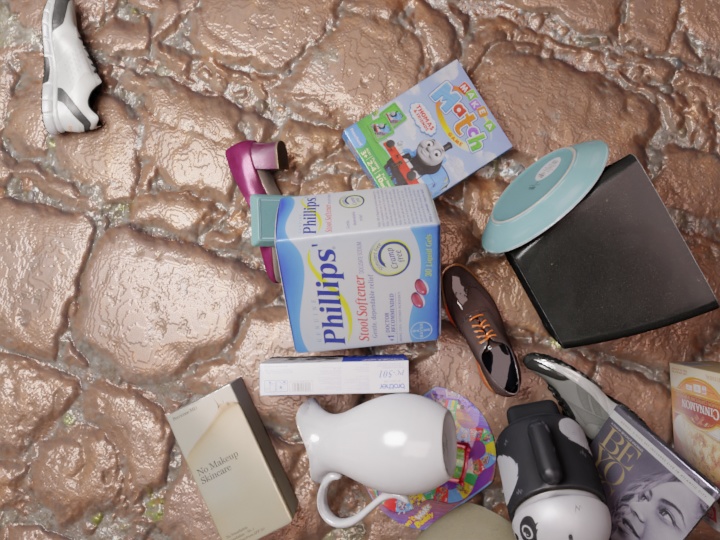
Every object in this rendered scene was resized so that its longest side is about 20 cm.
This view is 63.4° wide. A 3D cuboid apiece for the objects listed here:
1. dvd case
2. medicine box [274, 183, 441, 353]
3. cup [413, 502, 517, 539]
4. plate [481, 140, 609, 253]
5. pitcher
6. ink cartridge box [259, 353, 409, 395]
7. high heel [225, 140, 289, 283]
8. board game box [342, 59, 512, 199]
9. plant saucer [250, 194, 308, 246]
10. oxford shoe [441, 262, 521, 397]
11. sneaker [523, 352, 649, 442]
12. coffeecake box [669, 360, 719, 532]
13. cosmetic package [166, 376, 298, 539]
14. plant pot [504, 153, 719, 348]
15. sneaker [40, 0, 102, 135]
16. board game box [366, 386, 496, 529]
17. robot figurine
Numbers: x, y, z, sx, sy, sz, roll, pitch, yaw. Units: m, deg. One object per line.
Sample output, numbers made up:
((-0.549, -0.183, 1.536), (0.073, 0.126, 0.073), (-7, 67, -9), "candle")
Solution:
((0.337, 0.300, 0.747), (0.016, 0.149, 0.203), (7, 117, -37), "dvd case")
((0.000, 0.000, 0.760), (0.196, 0.104, 0.185), (-6, 126, -1), "medicine box")
((0.147, 0.395, 0.757), (0.199, 0.201, 0.144), (36, 63, 2), "cup")
((0.229, -0.104, 0.759), (0.026, 0.200, 0.200), (43, 88, -12), "plate")
((0.024, 0.250, 0.759), (0.196, 0.121, 0.175), (-7, 92, 22), "pitcher")
((-0.034, 0.142, 0.802), (0.196, 0.094, 0.045), (-1, 87, 1), "ink cartridge box")
((-0.147, -0.084, 0.840), (0.094, 0.067, 0.204), (-1, 89, 24), "high heel")
((0.096, -0.185, 0.838), (0.198, 0.037, 0.153), (-33, 88, -7), "board game box")
((-0.054, -0.070, 0.812), (0.196, 0.019, 0.071), (-1, 87, -22), "plant saucer")
((0.173, 0.080, 0.814), (0.070, 0.073, 0.202), (-28, 87, 0), "oxford shoe")
((0.305, 0.188, 0.811), (0.199, 0.074, 0.080), (39, 93, 2), "sneaker")
((0.483, 0.230, 0.766), (0.071, 0.154, 0.204), (-2, 87, 1), "coffeecake box")
((-0.174, 0.264, 0.807), (0.102, 0.073, 0.203), (-27, 89, -1), "cosmetic package")
((0.302, -0.006, 0.768), (0.176, 0.199, 0.202), (-31, 88, 10), "plant pot")
((-0.413, -0.296, 0.842), (0.078, 0.074, 0.204), (-1, 92, -14), "sneaker")
((0.099, 0.271, 0.821), (0.198, 0.039, 0.159), (-34, 88, -1), "board game box")
((0.240, 0.268, 0.748), (0.149, 0.202, 0.125), (28, 125, -23), "robot figurine")
